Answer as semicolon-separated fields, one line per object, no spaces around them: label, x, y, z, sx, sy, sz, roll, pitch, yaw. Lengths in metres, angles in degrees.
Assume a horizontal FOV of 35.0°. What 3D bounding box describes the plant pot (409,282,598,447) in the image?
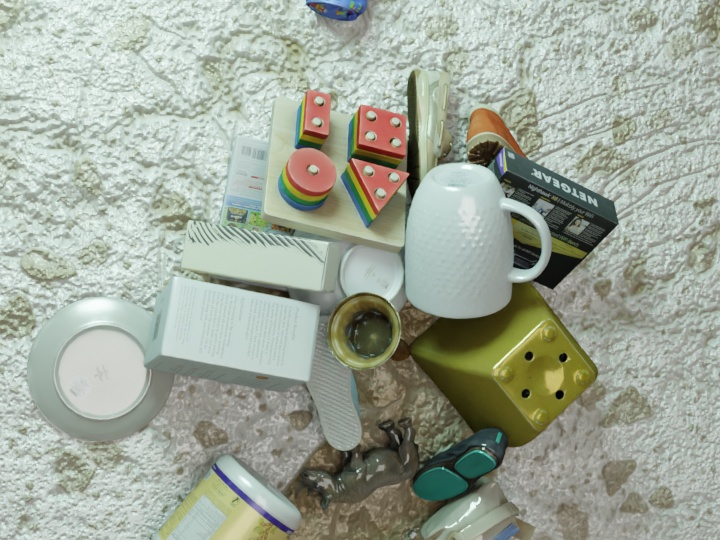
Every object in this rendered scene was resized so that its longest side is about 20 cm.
plant pot;0.222;0.132;1.628;0.194;0.200;0.196;-42;103;-9

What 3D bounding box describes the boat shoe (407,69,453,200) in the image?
boat shoe;0.103;-0.186;1.638;0.065;0.072;0.201;-1;89;-14

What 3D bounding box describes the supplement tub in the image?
supplement tub;-0.193;0.369;1.559;0.145;0.145;0.200;41;83;-15

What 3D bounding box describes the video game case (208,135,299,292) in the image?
video game case;-0.125;-0.077;1.609;0.142;0.018;0.201;11;91;-17

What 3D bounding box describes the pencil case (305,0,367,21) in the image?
pencil case;-0.008;-0.444;1.580;0.086;0.078;0.201;19;90;6

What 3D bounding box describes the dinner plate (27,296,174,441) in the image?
dinner plate;-0.352;0.136;1.560;0.199;0.024;0.201;-1;95;-14

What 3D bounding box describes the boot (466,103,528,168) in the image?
boot;0.218;-0.158;1.668;0.075;0.108;0.200;-26;132;20

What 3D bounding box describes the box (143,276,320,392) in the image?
box;-0.174;0.089;1.529;0.199;0.152;0.107;12;76;-17

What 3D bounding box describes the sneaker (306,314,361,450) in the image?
sneaker;-0.044;0.150;1.615;0.073;0.082;0.201;-8;107;-4

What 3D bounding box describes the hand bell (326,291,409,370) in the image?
hand bell;0.036;0.101;1.589;0.104;0.200;0.105;-5;76;19

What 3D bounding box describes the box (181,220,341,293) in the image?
box;-0.132;-0.018;1.528;0.199;0.082;0.069;9;90;11

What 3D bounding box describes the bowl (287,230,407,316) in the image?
bowl;0.000;0.000;1.602;0.200;0.090;0.202;-3;97;-21

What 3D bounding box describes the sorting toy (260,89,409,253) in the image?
sorting toy;-0.023;-0.145;1.554;0.199;0.070;0.200;13;58;-16

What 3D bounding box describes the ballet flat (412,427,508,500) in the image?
ballet flat;0.148;0.275;1.646;0.073;0.200;0.073;15;57;-24

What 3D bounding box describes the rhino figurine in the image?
rhino figurine;-0.004;0.288;1.651;0.199;0.060;0.088;-23;97;-11

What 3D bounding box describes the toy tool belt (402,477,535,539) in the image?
toy tool belt;0.153;0.407;1.672;0.200;0.125;0.123;-41;95;-8

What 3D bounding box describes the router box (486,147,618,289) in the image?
router box;0.242;-0.071;1.640;0.199;0.052;0.157;23;131;-21

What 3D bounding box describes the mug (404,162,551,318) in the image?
mug;0.157;-0.043;1.526;0.199;0.148;0.176;9;119;20
